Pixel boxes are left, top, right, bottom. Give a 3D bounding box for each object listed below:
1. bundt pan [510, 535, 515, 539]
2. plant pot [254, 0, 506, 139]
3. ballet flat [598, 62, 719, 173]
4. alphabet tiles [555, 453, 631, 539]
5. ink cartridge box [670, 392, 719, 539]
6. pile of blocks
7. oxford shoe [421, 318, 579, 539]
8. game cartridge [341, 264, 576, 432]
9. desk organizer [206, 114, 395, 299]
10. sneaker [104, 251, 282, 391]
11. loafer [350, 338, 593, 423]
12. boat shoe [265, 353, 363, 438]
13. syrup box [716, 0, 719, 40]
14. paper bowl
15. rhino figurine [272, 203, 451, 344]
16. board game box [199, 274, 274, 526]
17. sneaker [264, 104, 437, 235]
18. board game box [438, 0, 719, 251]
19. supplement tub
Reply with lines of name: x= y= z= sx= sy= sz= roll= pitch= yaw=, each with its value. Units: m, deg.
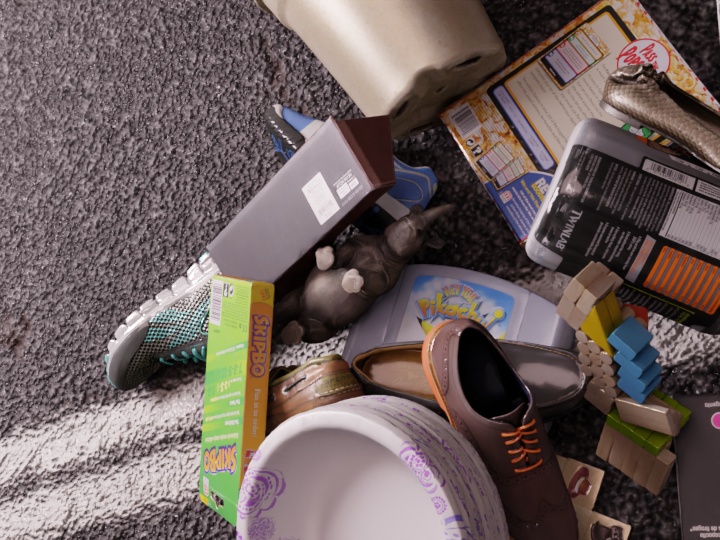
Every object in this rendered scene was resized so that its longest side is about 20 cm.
bundt pan: x=0.041 y=0.244 z=0.868 sx=0.201 sy=0.076 sz=0.203 roll=-6 pitch=73 yaw=22
plant pot: x=0.030 y=-0.229 z=0.963 sx=0.200 sy=0.200 sz=0.184 roll=-33 pitch=76 yaw=11
ballet flat: x=0.271 y=-0.105 z=0.802 sx=0.200 sy=0.067 sz=0.046 roll=35 pitch=118 yaw=29
alphabet tiles: x=0.115 y=0.224 z=0.890 sx=0.199 sy=0.006 sz=0.167 roll=17 pitch=82 yaw=26
ink cartridge box: x=0.292 y=0.192 z=0.809 sx=0.094 sy=0.037 sz=0.201 roll=-6 pitch=75 yaw=22
pile of blocks: x=0.209 y=0.073 z=0.797 sx=0.062 sy=0.200 sz=0.082 roll=-39 pitch=33 yaw=-28
oxford shoe: x=0.107 y=0.129 z=0.785 sx=0.071 sy=0.073 sz=0.200 roll=-29 pitch=88 yaw=-12
game cartridge: x=0.081 y=0.065 z=0.930 sx=0.199 sy=0.040 sz=0.134 roll=12 pitch=75 yaw=26
desk organizer: x=-0.041 y=-0.049 z=0.926 sx=0.200 sy=0.077 sz=0.072 roll=-41 pitch=73 yaw=39
sneaker: x=-0.157 y=0.058 z=1.016 sx=0.200 sy=0.078 sz=0.091 roll=-41 pitch=68 yaw=9
loafer: x=0.087 y=0.088 z=0.860 sx=0.199 sy=0.072 sz=0.073 roll=-6 pitch=69 yaw=20
boat shoe: x=-0.059 y=0.113 z=0.920 sx=0.200 sy=0.072 sz=0.068 roll=-21 pitch=84 yaw=51
syrup box: x=0.335 y=-0.198 z=0.872 sx=0.078 sy=0.081 sz=0.201 roll=-5 pitch=73 yaw=22
paper bowl: x=0.015 y=0.192 z=0.776 sx=0.200 sy=0.104 sz=0.202 roll=3 pitch=95 yaw=33
rhino figurine: x=0.000 y=0.000 z=0.916 sx=0.200 sy=0.087 sz=0.060 roll=-38 pitch=74 yaw=23
board game box: x=-0.107 y=0.107 z=0.906 sx=0.095 sy=0.030 sz=0.201 roll=8 pitch=93 yaw=62
sneaker: x=-0.013 y=-0.101 z=1.008 sx=0.077 sy=0.076 sz=0.200 roll=-42 pitch=63 yaw=-17
board game box: x=0.190 y=-0.131 z=0.934 sx=0.200 sy=0.046 sz=0.152 roll=-33 pitch=66 yaw=12
supplement tub: x=0.239 y=-0.028 z=0.824 sx=0.199 sy=0.123 sz=0.123 roll=24 pitch=85 yaw=6
